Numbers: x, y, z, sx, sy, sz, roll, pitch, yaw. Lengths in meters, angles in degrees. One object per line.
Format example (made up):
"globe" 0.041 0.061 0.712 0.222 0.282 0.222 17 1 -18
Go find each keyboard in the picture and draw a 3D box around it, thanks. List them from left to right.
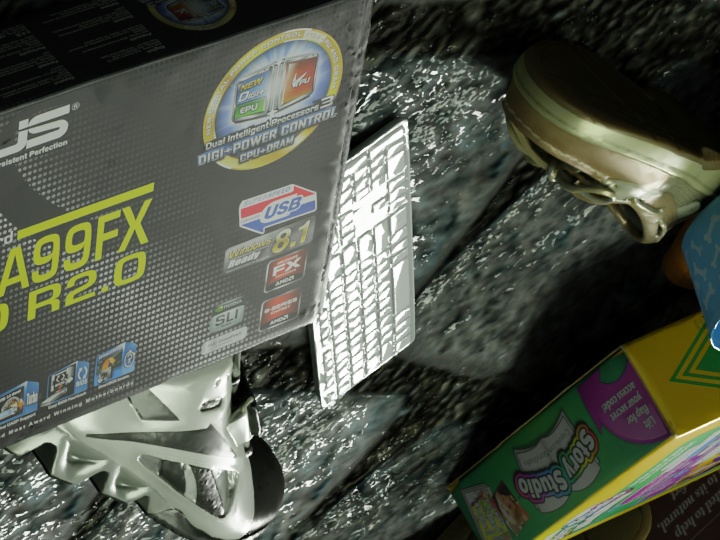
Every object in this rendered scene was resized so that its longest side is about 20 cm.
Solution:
"keyboard" 0.000 0.000 1.264 0.056 0.011 0.200 -31 155 -14

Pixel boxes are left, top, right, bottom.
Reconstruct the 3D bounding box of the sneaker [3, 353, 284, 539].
"sneaker" -0.070 0.053 1.183 0.089 0.074 0.200 -46 151 8

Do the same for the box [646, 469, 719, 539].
"box" 0.283 0.162 1.747 0.166 0.164 0.200 -45 155 18

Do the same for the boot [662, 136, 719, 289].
"boot" 0.241 -0.064 1.424 0.201 0.071 0.144 -22 158 -24

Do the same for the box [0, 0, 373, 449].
"box" -0.095 -0.021 1.022 0.200 0.044 0.160 -21 140 -32

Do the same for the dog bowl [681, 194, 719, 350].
"dog bowl" 0.221 -0.013 1.348 0.111 0.050 0.200 -40 157 29

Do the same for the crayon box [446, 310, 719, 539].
"crayon box" 0.163 0.070 1.497 0.172 0.058 0.200 -20 165 -32

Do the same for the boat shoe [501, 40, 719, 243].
"boat shoe" 0.105 -0.048 1.252 0.063 0.073 0.201 -49 161 13

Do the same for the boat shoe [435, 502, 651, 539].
"boat shoe" 0.065 0.170 1.592 0.201 0.072 0.066 -27 164 -21
